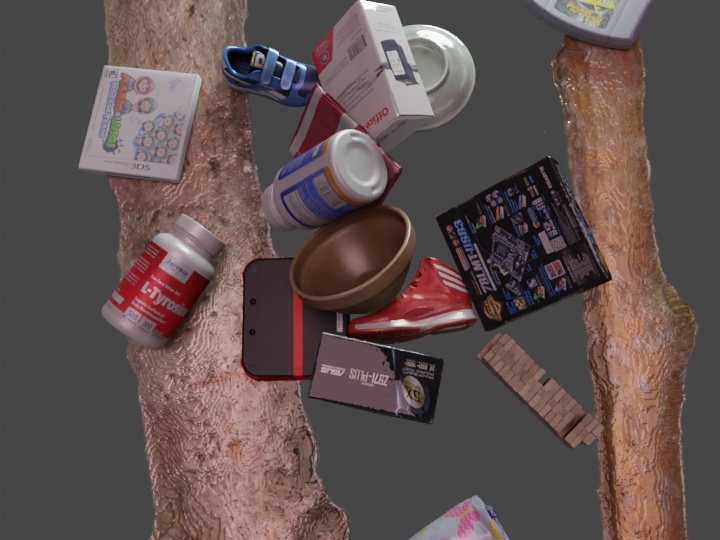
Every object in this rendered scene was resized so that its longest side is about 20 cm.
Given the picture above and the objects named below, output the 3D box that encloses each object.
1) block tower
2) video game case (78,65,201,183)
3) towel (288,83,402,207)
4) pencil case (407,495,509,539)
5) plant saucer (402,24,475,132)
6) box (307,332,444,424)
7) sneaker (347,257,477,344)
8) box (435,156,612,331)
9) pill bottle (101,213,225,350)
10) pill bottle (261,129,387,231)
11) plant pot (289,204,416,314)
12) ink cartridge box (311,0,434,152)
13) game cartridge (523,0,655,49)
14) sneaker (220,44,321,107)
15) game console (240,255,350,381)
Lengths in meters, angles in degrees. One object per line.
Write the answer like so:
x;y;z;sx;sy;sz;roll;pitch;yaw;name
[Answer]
0.263;0.179;0.955;0.054;0.058;0.200;-44;76;-6;block tower
-0.388;-0.261;1.134;0.181;0.024;0.201;7;78;7;video game case
-0.031;-0.180;1.028;0.200;0.144;0.023;47;48;13;towel
0.114;0.406;0.904;0.200;0.083;0.091;-33;54;-1;pencil case
0.096;-0.337;1.089;0.199;0.050;0.201;-1;78;5;plant saucer
0.015;0.153;0.900;0.163;0.200;0.086;13;79;-2;box
0.073;0.046;1.004;0.199;0.078;0.116;-6;68;-8;sneaker
0.239;-0.036;0.963;0.198;0.050;0.201;-29;77;28;box
-0.306;0.015;1.019;0.112;0.112;0.200;33;83;12;pill bottle
-0.063;-0.127;0.985;0.200;0.112;0.113;-20;71;46;pill bottle
0.000;0.000;0.969;0.200;0.093;0.201;-19;36;15;plant pot
0.015;-0.298;1.029;0.084;0.145;0.201;-10;77;-39;ink cartridge box
0.391;-0.460;1.095;0.199;0.041;0.133;27;85;11;game cartridge
-0.149;-0.335;1.097;0.199;0.082;0.074;10;77;6;sneaker
-0.104;0.075;1.032;0.176;0.031;0.201;-1;78;-1;game console
